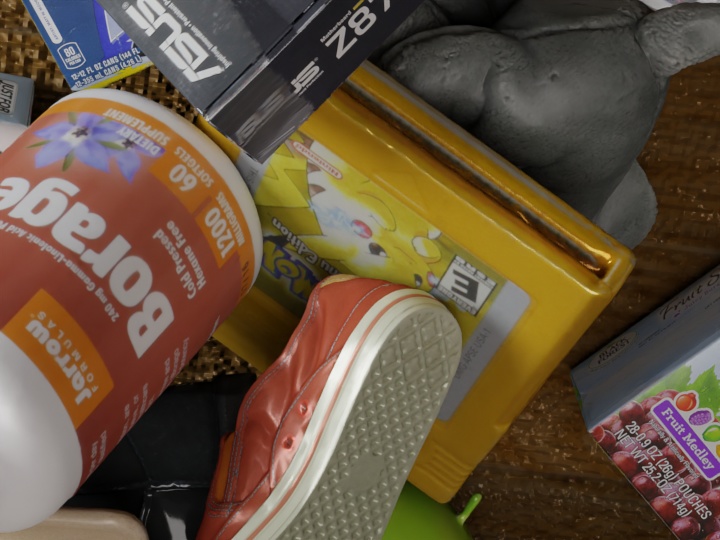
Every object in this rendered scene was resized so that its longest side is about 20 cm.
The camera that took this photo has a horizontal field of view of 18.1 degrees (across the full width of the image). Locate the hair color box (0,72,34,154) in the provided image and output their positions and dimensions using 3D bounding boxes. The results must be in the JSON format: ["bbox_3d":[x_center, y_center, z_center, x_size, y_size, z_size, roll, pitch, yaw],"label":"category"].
[{"bbox_3d":[-0.246,-0.045,0.959,0.200,0.061,0.099,10,113,-10],"label":"hair color box"}]

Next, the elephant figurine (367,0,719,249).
[{"bbox_3d":[0.061,-0.028,0.962,0.141,0.155,0.200,-17,121,-22],"label":"elephant figurine"}]

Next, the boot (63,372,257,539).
[{"bbox_3d":[-0.137,0.129,0.946,0.200,0.066,0.165,-4,87,-1],"label":"boot"}]

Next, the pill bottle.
[{"bbox_3d":[-0.133,0.027,0.870,0.112,0.200,0.112,22,139,21],"label":"pill bottle"}]

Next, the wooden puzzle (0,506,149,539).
[{"bbox_3d":[-0.177,0.189,0.910,0.185,0.037,0.200,2,95,6],"label":"wooden puzzle"}]

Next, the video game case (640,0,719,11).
[{"bbox_3d":[0.111,-0.197,0.942,0.200,0.018,0.143,26,109,-15],"label":"video game case"}]

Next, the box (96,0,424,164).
[{"bbox_3d":[-0.045,-0.161,0.843,0.161,0.200,0.049,-45,149,5],"label":"box"}]

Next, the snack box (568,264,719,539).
[{"bbox_3d":[0.223,0.080,1.050,0.169,0.068,0.200,-36,113,11],"label":"snack box"}]

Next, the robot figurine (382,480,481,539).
[{"bbox_3d":[-0.033,0.157,1.036,0.200,0.116,0.176,-14,120,1],"label":"robot figurine"}]

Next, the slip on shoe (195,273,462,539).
[{"bbox_3d":[-0.031,0.091,0.890,0.074,0.061,0.200,23,97,-46],"label":"slip on shoe"}]

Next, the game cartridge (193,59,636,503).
[{"bbox_3d":[0.000,0.000,0.923,0.176,0.032,0.200,36,145,4],"label":"game cartridge"}]

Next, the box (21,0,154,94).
[{"bbox_3d":[-0.040,-0.145,0.915,0.200,0.064,0.070,-21,114,13],"label":"box"}]
